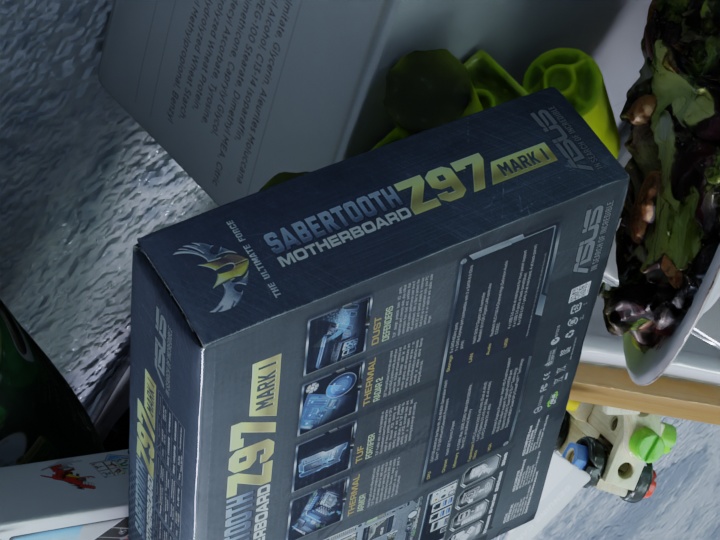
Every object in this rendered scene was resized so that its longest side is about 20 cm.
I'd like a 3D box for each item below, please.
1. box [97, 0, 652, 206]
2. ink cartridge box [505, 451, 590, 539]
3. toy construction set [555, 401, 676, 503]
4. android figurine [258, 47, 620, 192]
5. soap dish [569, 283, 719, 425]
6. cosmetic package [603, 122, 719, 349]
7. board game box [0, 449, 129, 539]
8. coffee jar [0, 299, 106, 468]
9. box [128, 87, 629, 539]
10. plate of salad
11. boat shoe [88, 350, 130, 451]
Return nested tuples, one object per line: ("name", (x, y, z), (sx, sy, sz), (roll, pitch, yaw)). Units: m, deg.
("box", (0.028, -0.132, 0.781), (0.198, 0.131, 0.201), (-25, 149, -38))
("ink cartridge box", (-0.001, 0.107, 0.993), (0.162, 0.050, 0.200), (-47, 136, 8))
("toy construction set", (0.148, 0.058, 1.221), (0.200, 0.091, 0.132), (-100, -149, -80))
("android figurine", (0.023, -0.005, 0.769), (0.182, 0.041, 0.200), (-42, 155, -5))
("soap dish", (0.160, 0.003, 1.088), (0.198, 0.159, 0.081), (10, 152, -13))
("cosmetic package", (0.155, -0.058, 0.963), (0.091, 0.106, 0.200), (-57, -172, 23))
("board game box", (-0.094, 0.126, 0.784), (0.199, 0.035, 0.127), (-6, 126, -34))
("coffee jar", (-0.166, 0.041, 0.771), (0.085, 0.105, 0.200), (-34, 155, -7))
("box", (0.000, 0.044, 0.701), (0.157, 0.051, 0.201), (-23, 145, -23))
("plate of salad", (0.117, -0.059, 0.738), (0.200, 0.048, 0.202), (-164, -90, -87))
("boat shoe", (-0.077, 0.044, 0.975), (0.200, 0.072, 0.068), (-49, 159, 25))
